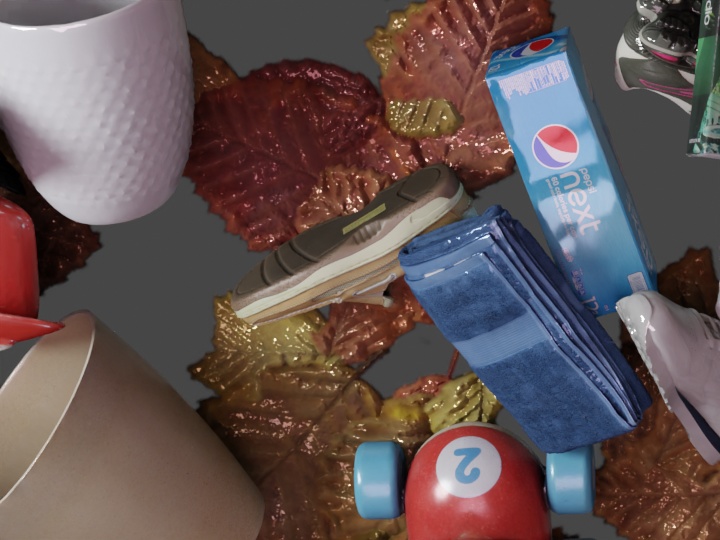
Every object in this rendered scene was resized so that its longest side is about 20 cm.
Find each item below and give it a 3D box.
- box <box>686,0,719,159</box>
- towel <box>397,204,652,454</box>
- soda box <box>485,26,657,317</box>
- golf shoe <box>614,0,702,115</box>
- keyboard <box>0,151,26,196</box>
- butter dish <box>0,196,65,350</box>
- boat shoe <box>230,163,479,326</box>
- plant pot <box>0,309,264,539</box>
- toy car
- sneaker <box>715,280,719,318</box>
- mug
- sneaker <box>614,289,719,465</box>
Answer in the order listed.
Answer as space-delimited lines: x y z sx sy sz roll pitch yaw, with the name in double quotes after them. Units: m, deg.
0.301 -0.168 1.602 0.144 0.036 0.201 6 87 -18 "box"
0.117 0.049 1.715 0.111 0.049 0.200 -23 114 42 "towel"
0.155 -0.069 1.711 0.064 0.068 0.201 -17 108 14 "soda box"
0.278 -0.144 1.671 0.199 0.077 0.088 17 146 -8 "golf shoe"
-0.278 -0.106 1.697 0.040 0.200 0.104 -44 90 -3 "keyboard"
-0.317 -0.021 1.749 0.199 0.200 0.149 8 85 -12 "butter dish"
0.000 0.000 1.765 0.199 0.072 0.076 -27 117 17 "boat shoe"
-0.180 0.162 1.807 0.200 0.188 0.187 35 113 -21 "plant pot"
0.084 0.227 1.767 0.183 0.200 0.178 -3 111 9 "toy car"
0.353 -0.011 1.702 0.199 0.078 0.100 3 71 -12 "sneaker"
-0.212 -0.136 1.712 0.199 0.148 0.176 16 129 35 "mug"
0.250 0.064 1.718 0.080 0.077 0.200 -28 141 12 "sneaker"
